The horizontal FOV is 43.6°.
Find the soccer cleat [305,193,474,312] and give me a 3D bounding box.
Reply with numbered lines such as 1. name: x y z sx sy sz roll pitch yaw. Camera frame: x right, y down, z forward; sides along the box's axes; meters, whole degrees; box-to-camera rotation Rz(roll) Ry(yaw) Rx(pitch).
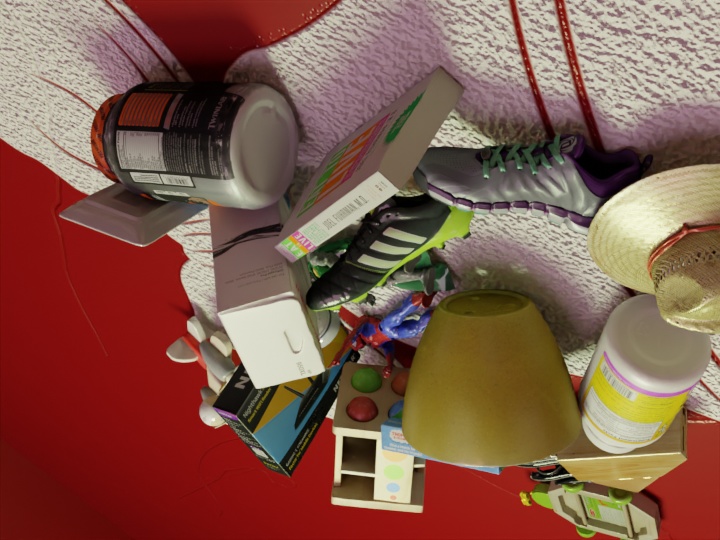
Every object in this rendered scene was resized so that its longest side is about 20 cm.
1. soccer cleat: 0.020 -0.031 0.906 0.199 0.068 0.081 -32 111 9

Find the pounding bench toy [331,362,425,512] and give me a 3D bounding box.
1. pounding bench toy: 0.033 0.193 1.222 0.122 0.201 0.158 5 124 4

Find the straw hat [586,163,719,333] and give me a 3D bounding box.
1. straw hat: 0.288 0.003 0.740 0.198 0.086 0.202 5 147 3

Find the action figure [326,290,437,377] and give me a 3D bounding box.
1. action figure: 0.033 0.089 1.116 0.065 0.100 0.199 38 150 -16

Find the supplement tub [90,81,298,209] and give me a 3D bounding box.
1. supplement tub: -0.173 -0.131 0.923 0.198 0.123 0.123 8 144 31

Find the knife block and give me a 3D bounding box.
1. knife block: 0.275 0.207 1.090 0.173 0.065 0.201 13 150 -3

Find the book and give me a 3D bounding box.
1. book: 0.004 -0.089 0.833 0.048 0.134 0.199 40 147 -13

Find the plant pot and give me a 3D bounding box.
1. plant pot: 0.139 0.103 0.982 0.198 0.199 0.144 5 107 32

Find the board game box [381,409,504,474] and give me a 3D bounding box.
1. board game box: 0.138 0.174 1.074 0.149 0.199 0.037 4 105 33

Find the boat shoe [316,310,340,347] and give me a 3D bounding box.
1. boat shoe: -0.112 0.030 1.119 0.201 0.075 0.086 30 174 44

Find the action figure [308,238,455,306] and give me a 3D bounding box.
1. action figure: 0.000 0.000 1.053 0.198 0.055 0.118 -2 141 46

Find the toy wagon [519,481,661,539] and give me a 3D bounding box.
1. toy wagon: 0.329 0.337 1.301 0.198 0.040 0.156 9 144 30

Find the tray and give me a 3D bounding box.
1. tray: -0.230 -0.084 0.998 0.106 0.200 0.022 20 117 13

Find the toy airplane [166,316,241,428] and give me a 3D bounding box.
1. toy airplane: -0.211 0.166 1.372 0.197 0.142 0.200 -3 138 42

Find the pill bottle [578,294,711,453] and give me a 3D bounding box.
1. pill bottle: 0.288 0.119 0.946 0.103 0.105 0.201 20 149 13

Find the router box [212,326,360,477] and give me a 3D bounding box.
1. router box: -0.092 0.145 1.187 0.051 0.201 0.150 8 145 38

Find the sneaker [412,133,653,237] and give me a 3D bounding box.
1. sneaker: 0.146 -0.094 0.779 0.197 0.075 0.088 11 138 -3

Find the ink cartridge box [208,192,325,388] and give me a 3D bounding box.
1. ink cartridge box: -0.104 0.002 0.980 0.083 0.202 0.145 -15 139 3
